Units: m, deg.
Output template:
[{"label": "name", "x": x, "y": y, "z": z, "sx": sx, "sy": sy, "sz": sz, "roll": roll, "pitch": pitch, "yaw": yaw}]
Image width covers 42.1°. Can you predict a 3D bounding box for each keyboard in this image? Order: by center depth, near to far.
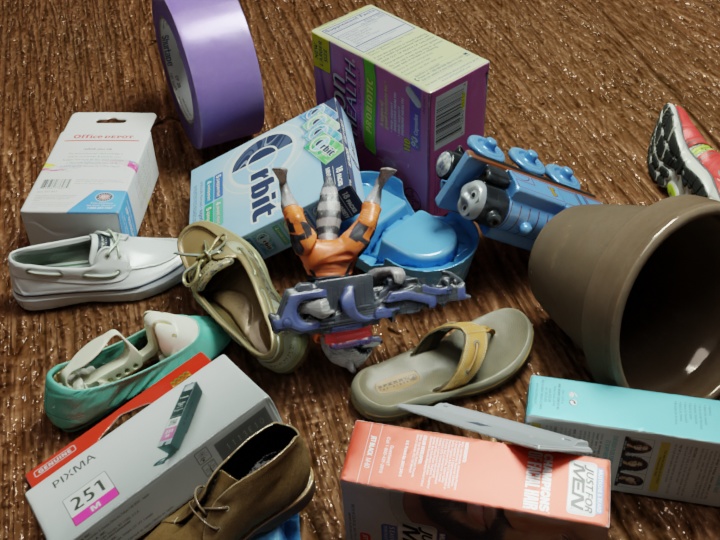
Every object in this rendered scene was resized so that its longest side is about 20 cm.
[{"label": "keyboard", "x": 0.104, "y": 0.130, "z": 0.778, "sx": 0.056, "sy": 0.011, "sz": 0.199, "roll": 3, "pitch": 0, "yaw": -29}]

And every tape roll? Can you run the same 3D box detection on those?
[{"label": "tape roll", "x": -0.194, "y": -0.261, "z": 1.182, "sx": 0.084, "sy": 0.201, "sz": 0.200, "roll": -17, "pitch": 43, "yaw": -16}]

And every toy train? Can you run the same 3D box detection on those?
[{"label": "toy train", "x": 0.172, "y": -0.072, "z": 0.991, "sx": 0.198, "sy": 0.087, "sz": 0.115, "roll": 16, "pitch": 34, "yaw": -27}]

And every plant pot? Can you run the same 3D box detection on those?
[{"label": "plant pot", "x": 0.255, "y": 0.014, "z": 0.882, "sx": 0.199, "sy": 0.202, "sz": 0.174, "roll": -22, "pitch": 26, "yaw": -20}]

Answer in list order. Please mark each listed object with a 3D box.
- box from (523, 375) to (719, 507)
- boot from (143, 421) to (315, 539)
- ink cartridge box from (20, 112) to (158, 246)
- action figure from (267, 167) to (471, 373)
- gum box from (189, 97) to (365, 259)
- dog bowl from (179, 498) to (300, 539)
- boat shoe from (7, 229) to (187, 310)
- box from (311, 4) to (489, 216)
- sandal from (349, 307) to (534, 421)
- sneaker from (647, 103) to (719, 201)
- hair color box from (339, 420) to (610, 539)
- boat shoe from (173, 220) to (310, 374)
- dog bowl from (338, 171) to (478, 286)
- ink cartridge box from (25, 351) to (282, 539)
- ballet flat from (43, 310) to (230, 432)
[{"label": "box", "x": 0.238, "y": 0.145, "z": 0.792, "sx": 0.198, "sy": 0.083, "sz": 0.049, "roll": 7, "pitch": 42, "yaw": 10}, {"label": "boot", "x": -0.118, "y": 0.186, "z": 0.698, "sx": 0.073, "sy": 0.076, "sz": 0.199, "roll": 32, "pitch": 53, "yaw": 31}, {"label": "ink cartridge box", "x": -0.311, "y": -0.106, "z": 1.113, "sx": 0.114, "sy": 0.068, "sz": 0.201, "roll": 1, "pitch": 42, "yaw": 4}, {"label": "action figure", "x": 0.000, "y": 0.000, "z": 0.909, "sx": 0.198, "sy": 0.196, "sz": 0.104, "roll": 0, "pitch": 0, "yaw": -18}, {"label": "gum box", "x": -0.098, "y": -0.090, "z": 1.046, "sx": 0.199, "sy": 0.045, "sz": 0.171, "roll": -26, "pitch": 40, "yaw": 13}, {"label": "dog bowl", "x": -0.098, "y": 0.211, "z": 0.762, "sx": 0.110, "sy": 0.050, "sz": 0.201, "roll": -6, "pitch": 42, "yaw": -3}, {"label": "boat shoe", "x": -0.275, "y": -0.008, "z": 1.002, "sx": 0.198, "sy": 0.067, "sz": 0.074, "roll": -15, "pitch": 43, "yaw": -14}, {"label": "box", "x": 0.044, "y": -0.186, "z": 1.102, "sx": 0.096, "sy": 0.177, "sz": 0.200, "roll": -31, "pitch": 49, "yaw": -29}, {"label": "sandal", "x": 0.082, "y": 0.082, "z": 0.892, "sx": 0.198, "sy": 0.054, "sz": 0.080, "roll": -19, "pitch": 44, "yaw": -17}, {"label": "sneaker", "x": 0.400, "y": -0.118, "z": 1.099, "sx": 0.084, "sy": 0.077, "sz": 0.201, "roll": 2, "pitch": 48, "yaw": -11}, {"label": "hair color box", "x": 0.088, "y": 0.188, "z": 0.731, "sx": 0.198, "sy": 0.112, "sz": 0.064, "roll": 6, "pitch": 43, "yaw": 11}, {"label": "boat shoe", "x": -0.125, "y": 0.017, "z": 0.930, "sx": 0.073, "sy": 0.063, "sz": 0.200, "roll": -48, "pitch": 64, "yaw": 6}, {"label": "dog bowl", "x": 0.037, "y": -0.038, "z": 1.022, "sx": 0.199, "sy": 0.050, "sz": 0.111, "roll": 30, "pitch": 51, "yaw": 32}, {"label": "ink cartridge box", "x": -0.187, "y": 0.142, "z": 0.790, "sx": 0.199, "sy": 0.044, "sz": 0.173, "roll": -35, "pitch": 35, "yaw": -18}, {"label": "ballet flat", "x": -0.211, "y": 0.081, "z": 0.897, "sx": 0.199, "sy": 0.071, "sz": 0.067, "roll": -29, "pitch": 45, "yaw": -27}]
